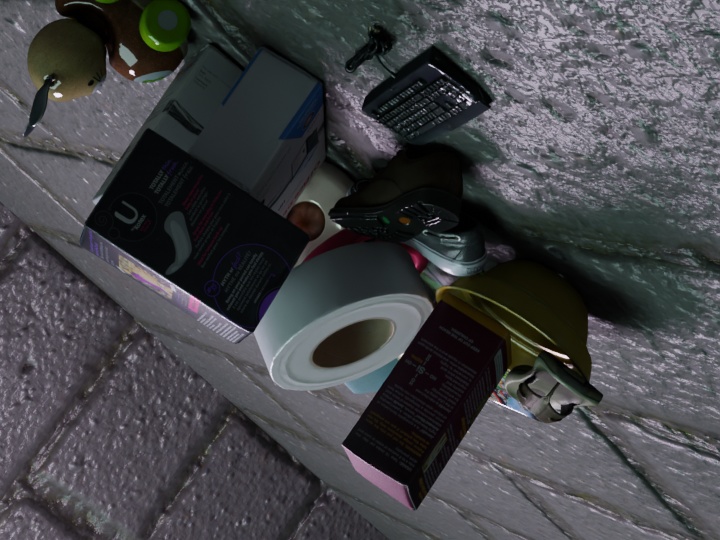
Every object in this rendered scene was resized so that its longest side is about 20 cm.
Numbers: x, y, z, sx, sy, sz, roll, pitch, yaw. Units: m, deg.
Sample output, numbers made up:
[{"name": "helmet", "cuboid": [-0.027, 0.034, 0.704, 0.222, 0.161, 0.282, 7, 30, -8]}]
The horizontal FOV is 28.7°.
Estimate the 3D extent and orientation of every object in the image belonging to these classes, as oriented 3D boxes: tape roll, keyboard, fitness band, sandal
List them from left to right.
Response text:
[{"name": "tape roll", "cuboid": [-0.019, 0.053, 1.567, 0.203, 0.201, 0.071, 67, 178, -63]}, {"name": "fitness band", "cuboid": [0.000, 0.000, 1.634, 0.199, 0.143, 0.038, 11, -138, -60]}, {"name": "keyboard", "cuboid": [0.039, -0.170, 1.316, 0.127, 0.021, 0.200, 39, 164, -10]}, {"name": "sandal", "cuboid": [0.197, 0.135, 1.487, 0.079, 0.058, 0.201, 36, 165, -1]}]

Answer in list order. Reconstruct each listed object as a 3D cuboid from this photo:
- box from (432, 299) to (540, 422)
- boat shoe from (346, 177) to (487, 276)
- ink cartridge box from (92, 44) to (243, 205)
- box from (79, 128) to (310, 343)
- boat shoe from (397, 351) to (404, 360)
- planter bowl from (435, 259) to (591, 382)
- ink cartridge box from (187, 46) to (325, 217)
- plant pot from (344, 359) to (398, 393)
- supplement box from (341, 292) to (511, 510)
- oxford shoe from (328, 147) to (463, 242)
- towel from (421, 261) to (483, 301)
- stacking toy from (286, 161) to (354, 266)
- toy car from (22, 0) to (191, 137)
[{"name": "box", "cuboid": [0.164, 0.110, 1.760, 0.109, 0.035, 0.200, 22, 158, 36]}, {"name": "boat shoe", "cuboid": [0.058, -0.064, 1.518, 0.200, 0.070, 0.067, 37, 142, 39]}, {"name": "ink cartridge box", "cuboid": [-0.209, -0.144, 1.605, 0.084, 0.201, 0.146, 36, 166, -16]}, {"name": "box", "cuboid": [-0.170, -0.031, 1.430, 0.199, 0.123, 0.106, 34, 164, -8]}, {"name": "boat shoe", "cuboid": [0.079, 0.092, 1.667, 0.200, 0.073, 0.063, 32, 158, 51]}, {"name": "planter bowl", "cuboid": [0.185, 0.048, 1.527, 0.199, 0.084, 0.201, 34, 165, 10]}, {"name": "ink cartridge box", "cuboid": [-0.109, -0.126, 1.531, 0.085, 0.147, 0.200, 30, 165, 10]}, {"name": "plant pot", "cuboid": [0.008, 0.082, 1.842, 0.200, 0.135, 0.200, 45, 176, 4]}, {"name": "supplement box", "cuboid": [0.074, 0.141, 1.500, 0.085, 0.201, 0.111, 31, 165, 18]}, {"name": "oxford shoe", "cuboid": [0.041, -0.080, 1.459, 0.072, 0.085, 0.199, 26, 158, -34]}, {"name": "towel", "cuboid": [0.114, 0.034, 1.750, 0.149, 0.031, 0.199, 45, 163, -33]}, {"name": "stacking toy", "cuboid": [-0.057, -0.060, 1.734, 0.145, 0.147, 0.200, 35, -176, 3]}, {"name": "toy car", "cuboid": [-0.302, -0.226, 1.552, 0.157, 0.201, 0.164, 38, 165, -11]}]
